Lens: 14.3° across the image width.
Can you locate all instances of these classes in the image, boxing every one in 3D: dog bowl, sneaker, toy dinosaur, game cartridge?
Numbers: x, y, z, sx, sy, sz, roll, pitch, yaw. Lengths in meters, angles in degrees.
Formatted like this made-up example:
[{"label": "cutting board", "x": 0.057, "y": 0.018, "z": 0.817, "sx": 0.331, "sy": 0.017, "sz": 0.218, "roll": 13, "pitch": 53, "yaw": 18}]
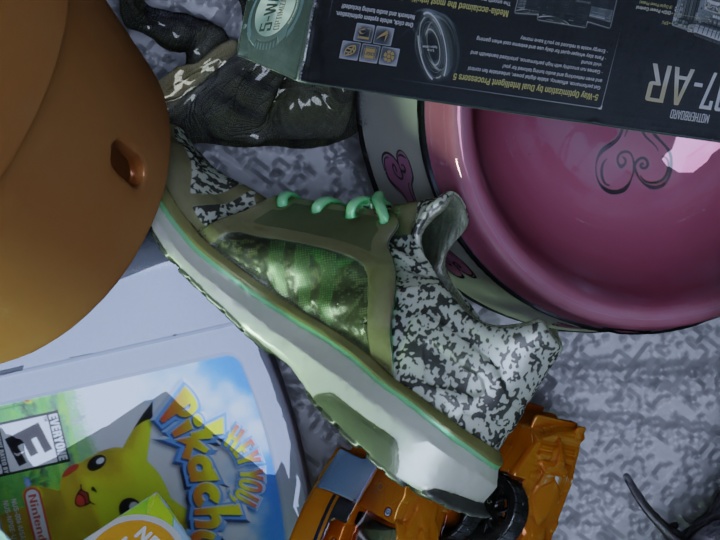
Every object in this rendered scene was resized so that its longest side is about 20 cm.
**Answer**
[{"label": "dog bowl", "x": 0.103, "y": -0.066, "z": 1.071, "sx": 0.200, "sy": 0.074, "sz": 0.201, "roll": -3, "pitch": 104, "yaw": -14}, {"label": "sneaker", "x": 0.000, "y": 0.000, "z": 1.042, "sx": 0.089, "sy": 0.077, "sz": 0.200, "roll": -48, "pitch": 63, "yaw": 3}, {"label": "toy dinosaur", "x": -0.052, "y": -0.082, "z": 1.097, "sx": 0.200, "sy": 0.047, "sz": 0.088, "roll": -8, "pitch": 106, "yaw": 2}, {"label": "game cartridge", "x": -0.087, "y": 0.085, "z": 1.126, "sx": 0.133, "sy": 0.040, "sz": 0.200, "roll": -14, "pitch": 100, "yaw": -4}]

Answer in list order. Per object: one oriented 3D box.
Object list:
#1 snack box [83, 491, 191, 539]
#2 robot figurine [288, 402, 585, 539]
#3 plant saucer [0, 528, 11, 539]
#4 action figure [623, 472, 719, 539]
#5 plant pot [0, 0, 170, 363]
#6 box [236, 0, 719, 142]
[{"label": "snack box", "x": -0.082, "y": 0.204, "z": 0.988, "sx": 0.169, "sy": 0.068, "sz": 0.200, "roll": -33, "pitch": 61, "yaw": -8}, {"label": "robot figurine", "x": 0.012, "y": 0.140, "z": 1.106, "sx": 0.145, "sy": 0.058, "sz": 0.200, "roll": 17, "pitch": 96, "yaw": -47}, {"label": "plant saucer", "x": -0.201, "y": 0.136, "z": 1.105, "sx": 0.201, "sy": 0.039, "sz": 0.201, "roll": 6, "pitch": 122, "yaw": 9}, {"label": "action figure", "x": 0.197, "y": 0.129, "z": 1.114, "sx": 0.200, "sy": 0.102, "sz": 0.119, "roll": 11, "pitch": 110, "yaw": -6}, {"label": "plant pot", "x": -0.163, "y": -0.054, "z": 1.021, "sx": 0.200, "sy": 0.200, "sz": 0.140, "roll": -46, "pitch": 138, "yaw": 5}, {"label": "box", "x": 0.069, "y": -0.131, "z": 0.958, "sx": 0.200, "sy": 0.044, "sz": 0.161, "roll": 5, "pitch": 102, "yaw": -32}]
